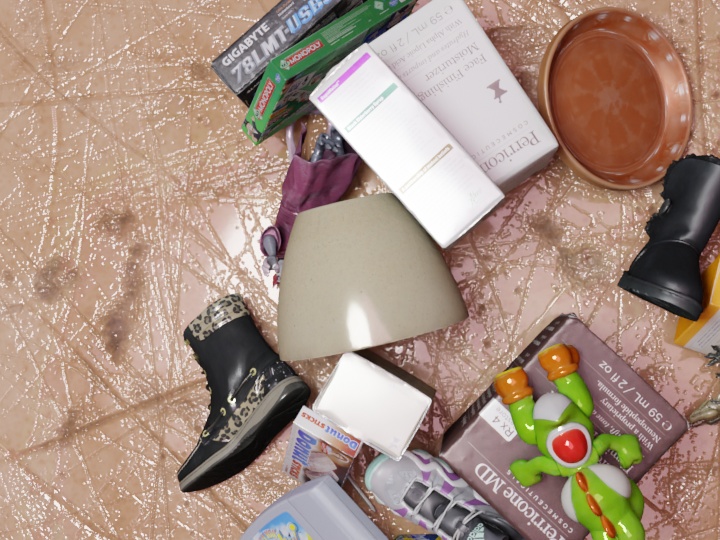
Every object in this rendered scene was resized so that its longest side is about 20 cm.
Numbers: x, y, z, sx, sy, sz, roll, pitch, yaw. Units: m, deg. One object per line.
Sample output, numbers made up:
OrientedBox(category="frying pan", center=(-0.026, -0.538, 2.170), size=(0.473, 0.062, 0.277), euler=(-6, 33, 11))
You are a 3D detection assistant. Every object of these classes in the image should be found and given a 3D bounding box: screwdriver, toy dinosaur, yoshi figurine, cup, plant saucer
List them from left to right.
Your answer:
OrientedBox(category="screwdriver", center=(-0.043, 0.194, 1.233), size=(0.200, 0.028, 0.029), euler=(47, 121, 9))
OrientedBox(category="cup", center=(0.000, 0.000, 1.107), size=(0.199, 0.200, 0.144), euler=(-12, 91, 5))
OrientedBox(category="yoshi figurine", center=(0.209, 0.177, 1.029), size=(0.112, 0.112, 0.201), euler=(-12, 68, -34))
OrientedBox(category="plant saucer", center=(0.278, -0.187, 1.185), size=(0.199, 0.032, 0.201), euler=(2, 85, -25))
OrientedBox(category="toy dinosaur", center=(0.420, 0.113, 1.135), size=(0.088, 0.200, 0.048), euler=(39, 50, -22))

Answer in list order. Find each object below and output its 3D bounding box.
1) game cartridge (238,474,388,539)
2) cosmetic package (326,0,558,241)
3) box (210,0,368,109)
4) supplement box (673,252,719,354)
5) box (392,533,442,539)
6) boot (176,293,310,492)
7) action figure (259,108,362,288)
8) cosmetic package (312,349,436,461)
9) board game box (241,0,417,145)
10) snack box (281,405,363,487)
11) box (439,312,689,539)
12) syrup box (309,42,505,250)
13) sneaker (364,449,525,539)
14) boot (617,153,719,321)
OrientedBox(category="game cartridge", center=(-0.064, 0.315, 1.181), size=(0.133, 0.040, 0.200), euler=(48, 123, 9))
OrientedBox(category="cosmetic package", center=(0.090, -0.161, 1.171), size=(0.165, 0.165, 0.200), euler=(-34, 85, 4))
OrientedBox(category="box", center=(-0.057, -0.251, 1.173), size=(0.200, 0.199, 0.050), euler=(-42, 86, 3))
OrientedBox(category="supplement box", center=(0.452, 0.059, 1.141), size=(0.199, 0.126, 0.074), euler=(20, 67, 5))
OrientedBox(category="box", center=(0.071, 0.397, 1.191), size=(0.064, 0.070, 0.201), euler=(-5, 86, 13))
OrientedBox(category="boot", center=(-0.162, 0.142, 1.233), size=(0.204, 0.073, 0.154), euler=(-45, 65, 22))
OrientedBox(category="action figure", center=(-0.072, -0.069, 1.215), size=(0.149, 0.134, 0.201), euler=(46, 123, 40))
OrientedBox(category="cosmetic package", center=(0.020, 0.137, 1.146), size=(0.103, 0.200, 0.073), euler=(30, 89, 5))
OrientedBox(category="board game box", center=(-0.033, -0.223, 1.159), size=(0.200, 0.135, 0.029), euler=(-38, 84, -29))
OrientedBox(category="snack box", center=(-0.043, 0.199, 1.154), size=(0.072, 0.200, 0.024), euler=(30, 65, 6))
OrientedBox(category="box", center=(0.210, 0.171, 1.144), size=(0.166, 0.164, 0.200), euler=(43, 92, 5))
OrientedBox(category="syrup box", center=(0.047, -0.119, 1.051), size=(0.081, 0.079, 0.200), euler=(-41, 84, 6))
OrientedBox(category="sneaker", center=(0.105, 0.262, 1.132), size=(0.199, 0.140, 0.078), euler=(26, 95, -18))
OrientedBox(category="boot", center=(0.339, -0.041, 1.125), size=(0.076, 0.200, 0.169), euler=(26, 95, 2))
